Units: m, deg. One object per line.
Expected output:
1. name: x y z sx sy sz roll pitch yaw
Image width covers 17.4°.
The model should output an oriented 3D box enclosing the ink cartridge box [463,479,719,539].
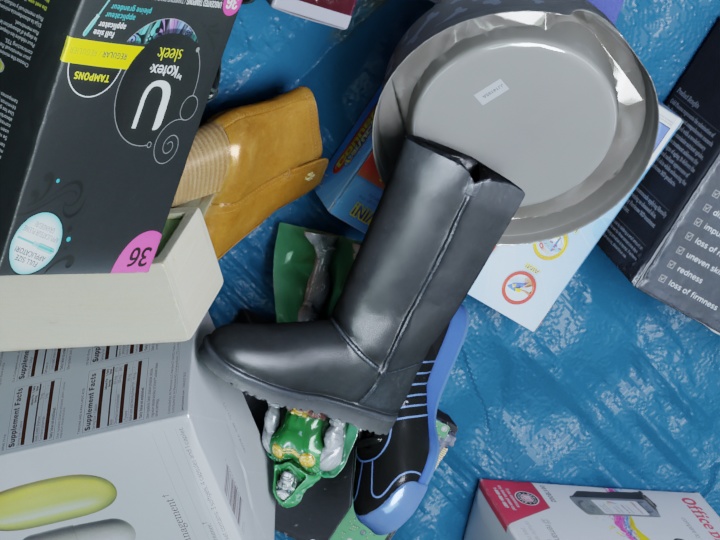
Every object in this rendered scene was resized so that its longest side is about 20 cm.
1. ink cartridge box: 0.195 0.236 1.839 0.199 0.148 0.086 3 112 -18

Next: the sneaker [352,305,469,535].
1. sneaker: 0.019 0.092 1.729 0.078 0.070 0.200 34 56 -30

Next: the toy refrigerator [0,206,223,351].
1. toy refrigerator: -0.204 0.005 1.616 0.199 0.076 0.070 -4 121 22

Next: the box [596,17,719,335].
1. box: 0.313 -0.049 1.769 0.200 0.124 0.197 28 103 -23

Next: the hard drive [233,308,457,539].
1. hard drive: -0.041 0.131 1.790 0.200 0.038 0.140 28 102 -23

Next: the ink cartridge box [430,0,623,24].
1. ink cartridge box: 0.126 -0.260 1.642 0.200 0.041 0.200 23 84 -24

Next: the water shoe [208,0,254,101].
1. water shoe: -0.140 -0.128 1.593 0.079 0.071 0.200 29 101 19

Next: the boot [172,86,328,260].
1. boot: -0.093 -0.035 1.691 0.144 0.071 0.202 -22 143 -32

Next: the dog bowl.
1. dog bowl: 0.104 -0.112 1.627 0.199 0.059 0.201 -3 129 -3

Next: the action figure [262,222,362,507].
1. action figure: -0.032 0.074 1.699 0.055 0.118 0.201 4 98 -61

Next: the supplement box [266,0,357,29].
1. supplement box: -0.014 -0.277 1.591 0.061 0.109 0.201 14 108 -21

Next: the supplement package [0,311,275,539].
1. supplement package: -0.181 0.145 1.651 0.199 0.147 0.192 -13 126 10

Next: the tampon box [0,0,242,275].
1. tampon box: -0.192 -0.110 1.484 0.150 0.126 0.201 -2 115 -54

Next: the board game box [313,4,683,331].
1. board game box: 0.101 -0.086 1.731 0.200 0.056 0.196 30 101 -24

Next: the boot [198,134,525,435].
1. boot: 0.001 0.000 1.592 0.165 0.066 0.200 18 111 -34
